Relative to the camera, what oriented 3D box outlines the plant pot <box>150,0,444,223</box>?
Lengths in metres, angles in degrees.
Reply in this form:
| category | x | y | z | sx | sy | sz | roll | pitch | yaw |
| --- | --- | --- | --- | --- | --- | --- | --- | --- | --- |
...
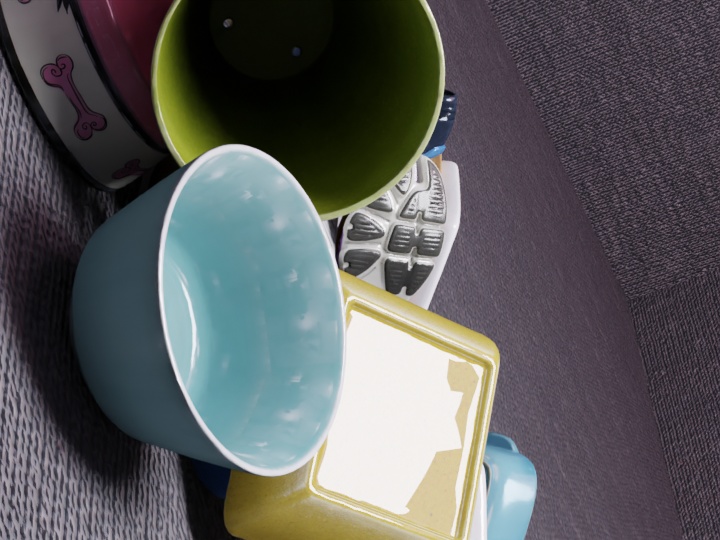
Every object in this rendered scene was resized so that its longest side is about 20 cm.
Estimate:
| category | x | y | z | sx | sy | sz | roll | pitch | yaw |
| --- | --- | --- | --- | --- | --- | --- | --- | --- | --- |
| plant pot | -0.052 | -0.149 | 1.331 | 0.200 | 0.187 | 0.188 | -114 | 179 | -70 |

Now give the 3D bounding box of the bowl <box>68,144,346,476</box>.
| category | x | y | z | sx | sy | sz | roll | pitch | yaw |
| --- | --- | --- | --- | --- | --- | --- | --- | --- | --- |
| bowl | -0.103 | 0.029 | 1.208 | 0.201 | 0.105 | 0.202 | 22 | 64 | -56 |

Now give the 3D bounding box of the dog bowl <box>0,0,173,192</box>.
| category | x | y | z | sx | sy | sz | roll | pitch | yaw |
| --- | --- | --- | --- | --- | --- | --- | --- | --- | --- |
| dog bowl | -0.173 | -0.159 | 1.344 | 0.200 | 0.074 | 0.201 | -20 | 90 | -77 |

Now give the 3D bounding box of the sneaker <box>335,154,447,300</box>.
| category | x | y | z | sx | sy | sz | roll | pitch | yaw |
| --- | --- | --- | --- | --- | --- | --- | --- | --- | --- |
| sneaker | 0.000 | 0.000 | 1.484 | 0.080 | 0.201 | 0.083 | 11 | 18 | -26 |

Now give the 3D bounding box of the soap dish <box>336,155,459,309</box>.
| category | x | y | z | sx | sy | sz | roll | pitch | yaw |
| --- | --- | --- | --- | --- | --- | --- | --- | --- | --- |
| soap dish | 0.012 | 0.003 | 1.611 | 0.157 | 0.081 | 0.201 | -85 | -164 | -66 |

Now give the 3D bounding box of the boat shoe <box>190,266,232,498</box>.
| category | x | y | z | sx | sy | sz | roll | pitch | yaw |
| --- | --- | --- | --- | --- | --- | --- | --- | --- | --- |
| boat shoe | -0.101 | 0.052 | 1.335 | 0.069 | 0.084 | 0.201 | -24 | 109 | -62 |

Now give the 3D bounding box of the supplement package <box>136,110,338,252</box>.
| category | x | y | z | sx | sy | sz | roll | pitch | yaw |
| --- | --- | --- | --- | --- | --- | --- | --- | --- | --- |
| supplement package | -0.087 | -0.047 | 1.437 | 0.200 | 0.113 | 0.110 | -87 | 154 | -59 |

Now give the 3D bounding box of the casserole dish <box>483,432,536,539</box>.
| category | x | y | z | sx | sy | sz | roll | pitch | yaw |
| --- | --- | --- | --- | --- | --- | --- | --- | --- | --- |
| casserole dish | 0.066 | 0.217 | 1.534 | 0.039 | 0.121 | 0.201 | 26 | 78 | -39 |

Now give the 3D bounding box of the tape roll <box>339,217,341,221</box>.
| category | x | y | z | sx | sy | sz | roll | pitch | yaw |
| --- | --- | --- | --- | --- | --- | --- | --- | --- | --- |
| tape roll | -0.031 | -0.127 | 1.887 | 0.202 | 0.071 | 0.203 | -20 | 90 | -77 |

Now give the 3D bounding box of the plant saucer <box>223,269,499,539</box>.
| category | x | y | z | sx | sy | sz | roll | pitch | yaw |
| --- | --- | --- | --- | --- | --- | --- | --- | --- | --- |
| plant saucer | 0.017 | 0.105 | 1.335 | 0.200 | 0.048 | 0.201 | 25 | 67 | -33 |

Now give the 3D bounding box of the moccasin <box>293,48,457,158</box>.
| category | x | y | z | sx | sy | sz | roll | pitch | yaw |
| --- | --- | --- | --- | --- | --- | --- | --- | --- | --- |
| moccasin | -0.005 | -0.166 | 1.591 | 0.200 | 0.068 | 0.080 | 32 | 24 | 10 |

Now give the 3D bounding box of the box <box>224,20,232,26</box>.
| category | x | y | z | sx | sy | sz | roll | pitch | yaw |
| --- | --- | --- | --- | --- | --- | --- | --- | --- | --- |
| box | -0.091 | -0.140 | 1.606 | 0.200 | 0.049 | 0.161 | 51 | 19 | -12 |

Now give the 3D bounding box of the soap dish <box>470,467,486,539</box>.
| category | x | y | z | sx | sy | sz | roll | pitch | yaw |
| --- | --- | --- | --- | --- | --- | --- | --- | --- | --- |
| soap dish | 0.025 | 0.220 | 1.427 | 0.157 | 0.081 | 0.201 | 22 | 65 | -55 |
